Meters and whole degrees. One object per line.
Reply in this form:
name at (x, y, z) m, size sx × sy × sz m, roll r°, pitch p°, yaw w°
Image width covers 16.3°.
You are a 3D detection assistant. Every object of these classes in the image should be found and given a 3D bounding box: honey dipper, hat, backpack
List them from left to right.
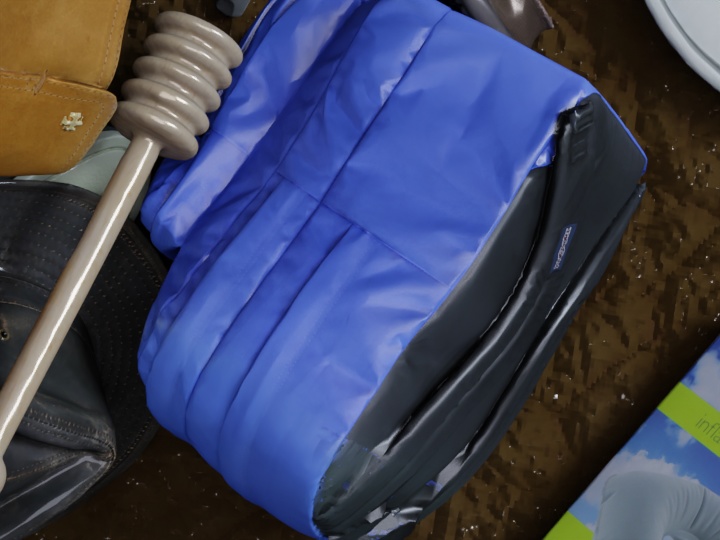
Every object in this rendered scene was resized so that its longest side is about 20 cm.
hat at (-0.150, 0.058, 0.975) m, size 0.200 × 0.081 × 0.201 m, roll -14°, pitch 123°, yaw -21°
honey dipper at (-0.101, -0.003, 0.936) m, size 0.038 × 0.038 × 0.200 m, roll 26°, pitch 75°, yaw -5°
backpack at (0.000, 0.000, 0.999) m, size 0.168 × 0.163 × 0.200 m, roll 30°, pitch 89°, yaw 24°

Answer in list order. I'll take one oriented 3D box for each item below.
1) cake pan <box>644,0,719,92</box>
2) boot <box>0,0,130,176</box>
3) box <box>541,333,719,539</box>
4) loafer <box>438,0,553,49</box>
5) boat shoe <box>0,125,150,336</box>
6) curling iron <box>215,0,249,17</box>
cake pan at (0.206, -0.157, 1.067) m, size 0.200 × 0.037 × 0.201 m, roll 0°, pitch 92°, yaw -5°
boot at (-0.168, -0.042, 0.906) m, size 0.144 × 0.071 × 0.201 m, roll 11°, pitch 118°, yaw -43°
box at (0.157, 0.106, 1.033) m, size 0.200 × 0.122 × 0.048 m, roll -49°, pitch 137°, yaw -1°
loafer at (0.042, -0.182, 1.034) m, size 0.071 × 0.073 × 0.200 m, roll -21°, pitch 93°, yaw -3°
boat shoe at (-0.173, 0.004, 1.030) m, size 0.199 × 0.074 × 0.066 m, roll -47°, pitch 50°, yaw 6°
curling iron at (-0.019, -0.189, 1.012) m, size 0.026 × 0.050 × 0.200 m, roll -7°, pitch 131°, yaw -38°
